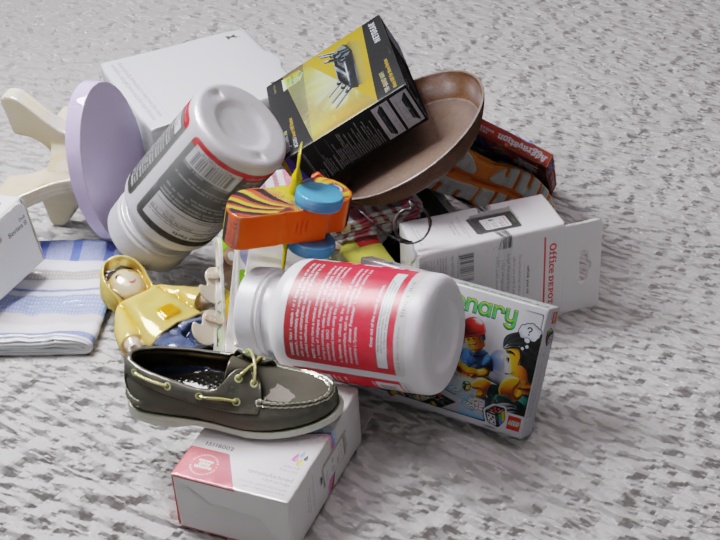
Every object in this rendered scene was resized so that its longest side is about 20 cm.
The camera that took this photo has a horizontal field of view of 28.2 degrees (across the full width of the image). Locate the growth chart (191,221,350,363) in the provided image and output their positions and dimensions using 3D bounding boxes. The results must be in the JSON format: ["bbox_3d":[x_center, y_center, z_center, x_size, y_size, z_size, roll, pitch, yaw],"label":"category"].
[{"bbox_3d":[-0.091,0.020,1.430,0.144,0.018,0.201,19,69,-20],"label":"growth chart"}]

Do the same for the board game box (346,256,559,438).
[{"bbox_3d":[0.081,0.071,1.375,0.199,0.127,0.035,15,9,24],"label":"board game box"}]

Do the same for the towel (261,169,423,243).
[{"bbox_3d":[-0.045,-0.078,1.552,0.199,0.030,0.147,-14,36,-10],"label":"towel"}]

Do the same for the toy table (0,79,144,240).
[{"bbox_3d":[-0.325,-0.126,1.617,0.117,0.201,0.184,6,32,20],"label":"toy table"}]

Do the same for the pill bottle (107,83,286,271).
[{"bbox_3d":[-0.177,-0.093,1.509,0.114,0.200,0.114,26,42,-26],"label":"pill bottle"}]

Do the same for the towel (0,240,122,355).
[{"bbox_3d":[-0.343,0.025,1.559,0.146,0.024,0.200,0,35,3],"label":"towel"}]

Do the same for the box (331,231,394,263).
[{"bbox_3d":[0.000,0.000,1.526,0.050,0.076,0.200,-14,35,-15],"label":"box"}]

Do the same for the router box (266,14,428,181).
[{"bbox_3d":[-0.019,-0.184,1.564,0.157,0.052,0.200,-32,30,10],"label":"router box"}]

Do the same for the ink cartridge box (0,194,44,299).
[{"bbox_3d":[-0.468,-0.018,1.548,0.199,0.088,0.145,6,38,29],"label":"ink cartridge box"}]

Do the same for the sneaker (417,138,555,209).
[{"bbox_3d":[0.135,-0.101,1.598,0.200,0.078,0.077,32,12,-23],"label":"sneaker"}]

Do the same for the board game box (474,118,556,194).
[{"bbox_3d":[0.170,-0.128,1.612,0.103,0.020,0.200,26,-1,11],"label":"board game box"}]

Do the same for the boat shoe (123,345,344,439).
[{"bbox_3d":[-0.116,0.104,1.280,0.201,0.060,0.072,2,36,11],"label":"boat shoe"}]

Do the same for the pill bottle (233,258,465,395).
[{"bbox_3d":[-0.013,0.048,1.337,0.199,0.113,0.112,7,35,25],"label":"pill bottle"}]

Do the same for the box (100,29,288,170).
[{"bbox_3d":[-0.188,-0.181,1.749,0.199,0.131,0.199,-17,37,-20],"label":"box"}]

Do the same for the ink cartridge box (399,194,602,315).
[{"bbox_3d":[0.144,-0.005,1.486,0.199,0.116,0.067,-11,35,-13],"label":"ink cartridge box"}]

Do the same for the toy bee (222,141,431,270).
[{"bbox_3d":[-0.051,-0.055,1.409,0.199,0.131,0.109,20,18,-33],"label":"toy bee"}]

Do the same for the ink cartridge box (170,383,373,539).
[{"bbox_3d":[-0.074,0.156,1.312,0.116,0.068,0.200,11,37,19],"label":"ink cartridge box"}]

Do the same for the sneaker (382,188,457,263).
[{"bbox_3d":[0.050,-0.046,1.588,0.099,0.071,0.200,-16,41,-27],"label":"sneaker"}]

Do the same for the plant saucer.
[{"bbox_3d":[0.049,-0.133,1.509,0.200,0.035,0.201,-26,32,17],"label":"plant saucer"}]

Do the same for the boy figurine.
[{"bbox_3d":[-0.201,0.047,1.484,0.124,0.065,0.200,-28,45,-28],"label":"boy figurine"}]
